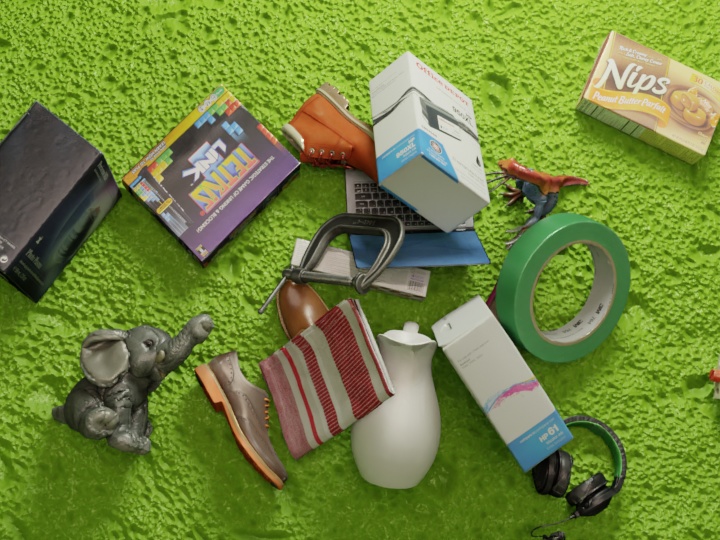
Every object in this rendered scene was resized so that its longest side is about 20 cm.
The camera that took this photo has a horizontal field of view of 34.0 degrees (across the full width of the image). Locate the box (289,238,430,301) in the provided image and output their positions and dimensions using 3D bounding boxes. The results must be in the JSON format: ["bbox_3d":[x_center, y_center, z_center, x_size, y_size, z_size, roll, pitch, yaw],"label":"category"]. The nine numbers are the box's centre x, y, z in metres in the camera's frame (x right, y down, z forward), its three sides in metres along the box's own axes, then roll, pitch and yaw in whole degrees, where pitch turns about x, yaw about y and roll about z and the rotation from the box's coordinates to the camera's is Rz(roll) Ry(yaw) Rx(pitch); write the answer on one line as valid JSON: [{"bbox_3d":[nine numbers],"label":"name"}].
[{"bbox_3d":[0.000,0.000,1.660,0.197,0.039,0.042,13,77,-2],"label":"box"}]

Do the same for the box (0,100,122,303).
[{"bbox_3d":[-0.429,-0.085,1.560,0.123,0.200,0.199,35,78,4],"label":"box"}]

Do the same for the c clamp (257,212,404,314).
[{"bbox_3d":[-0.030,-0.007,1.568,0.027,0.198,0.172,47,58,-34],"label":"c clamp"}]

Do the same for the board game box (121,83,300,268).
[{"bbox_3d":[-0.209,-0.133,1.662,0.165,0.057,0.200,43,79,6],"label":"board game box"}]

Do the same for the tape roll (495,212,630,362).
[{"bbox_3d":[0.280,0.025,1.618,0.198,0.048,0.204,-10,111,-27],"label":"tape roll"}]

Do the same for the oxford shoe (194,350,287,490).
[{"bbox_3d":[-0.146,0.200,1.593,0.072,0.071,0.202,-31,82,-15],"label":"oxford shoe"}]

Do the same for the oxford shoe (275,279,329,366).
[{"bbox_3d":[-0.059,0.096,1.621,0.070,0.071,0.202,-25,80,-7],"label":"oxford shoe"}]

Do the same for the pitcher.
[{"bbox_3d":[0.054,0.176,1.587,0.119,0.172,0.204,8,99,7],"label":"pitcher"}]

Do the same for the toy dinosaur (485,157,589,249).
[{"bbox_3d":[0.238,-0.127,1.630,0.199,0.182,0.105,-40,80,-14],"label":"toy dinosaur"}]

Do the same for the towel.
[{"bbox_3d":[-0.049,0.144,1.558,0.023,0.199,0.146,-1,61,-49],"label":"towel"}]

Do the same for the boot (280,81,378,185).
[{"bbox_3d":[-0.027,-0.167,1.660,0.107,0.075,0.200,-38,61,-11],"label":"boot"}]

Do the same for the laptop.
[{"bbox_3d":[0.076,-0.092,1.646,0.184,0.116,0.204,-2,79,-6],"label":"laptop"}]

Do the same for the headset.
[{"bbox_3d":[0.290,0.288,1.597,0.122,0.094,0.201,31,67,2],"label":"headset"}]

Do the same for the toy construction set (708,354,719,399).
[{"bbox_3d":[0.581,0.191,1.641,0.197,0.092,0.133,14,102,6],"label":"toy construction set"}]

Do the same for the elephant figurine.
[{"bbox_3d":[-0.304,0.131,1.565,0.153,0.141,0.203,21,84,-15],"label":"elephant figurine"}]

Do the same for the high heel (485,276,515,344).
[{"bbox_3d":[0.207,0.054,1.636,0.067,0.096,0.202,26,78,1],"label":"high heel"}]

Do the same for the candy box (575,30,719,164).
[{"bbox_3d":[0.431,-0.254,1.738,0.198,0.055,0.117,25,78,1],"label":"candy box"}]

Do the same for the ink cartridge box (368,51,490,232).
[{"bbox_3d":[0.092,-0.177,1.609,0.144,0.084,0.202,31,39,-36],"label":"ink cartridge box"}]

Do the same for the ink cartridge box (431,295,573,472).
[{"bbox_3d":[0.185,0.145,1.562,0.084,0.145,0.201,-35,99,3],"label":"ink cartridge box"}]
